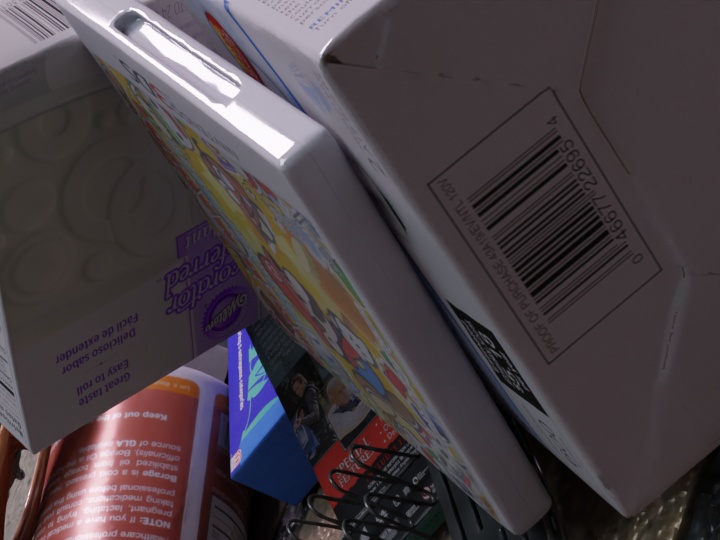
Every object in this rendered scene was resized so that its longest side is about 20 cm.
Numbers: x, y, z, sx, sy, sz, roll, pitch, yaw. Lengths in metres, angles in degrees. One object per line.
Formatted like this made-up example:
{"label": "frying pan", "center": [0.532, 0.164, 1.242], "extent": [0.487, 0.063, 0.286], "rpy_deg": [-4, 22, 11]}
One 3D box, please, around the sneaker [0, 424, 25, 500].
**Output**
{"label": "sneaker", "center": [-0.216, 0.085, 1.006], "extent": [0.089, 0.077, 0.200], "rpy_deg": [69, -147, -59]}

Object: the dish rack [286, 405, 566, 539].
{"label": "dish rack", "center": [0.004, 0.144, 0.720], "extent": [0.200, 0.054, 0.154], "rpy_deg": [-51, 37, 28]}

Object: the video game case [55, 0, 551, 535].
{"label": "video game case", "center": [-0.022, -0.007, 0.663], "extent": [0.023, 0.200, 0.182], "rpy_deg": [-41, 40, -10]}

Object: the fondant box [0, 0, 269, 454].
{"label": "fondant box", "center": [-0.110, -0.037, 0.770], "extent": [0.058, 0.144, 0.200], "rpy_deg": [36, 143, 34]}

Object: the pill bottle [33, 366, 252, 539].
{"label": "pill bottle", "center": [-0.116, 0.155, 0.919], "extent": [0.112, 0.112, 0.200], "rpy_deg": [-44, 29, 39]}

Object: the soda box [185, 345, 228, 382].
{"label": "soda box", "center": [-0.140, 0.133, 1.051], "extent": [0.068, 0.063, 0.200], "rpy_deg": [-34, 37, 61]}

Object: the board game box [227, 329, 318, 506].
{"label": "board game box", "center": [0.000, 0.000, 0.916], "extent": [0.200, 0.045, 0.152], "rpy_deg": [-50, 27, 29]}

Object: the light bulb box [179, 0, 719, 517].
{"label": "light bulb box", "center": [0.050, -0.055, 0.624], "extent": [0.125, 0.198, 0.200], "rpy_deg": [-38, 25, -6]}

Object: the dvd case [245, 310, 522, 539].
{"label": "dvd case", "center": [0.009, 0.018, 0.816], "extent": [0.146, 0.022, 0.200], "rpy_deg": [-52, 50, 28]}

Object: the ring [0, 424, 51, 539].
{"label": "ring", "center": [-0.178, 0.095, 0.990], "extent": [0.200, 0.019, 0.201], "rpy_deg": [-168, 90, -88]}
